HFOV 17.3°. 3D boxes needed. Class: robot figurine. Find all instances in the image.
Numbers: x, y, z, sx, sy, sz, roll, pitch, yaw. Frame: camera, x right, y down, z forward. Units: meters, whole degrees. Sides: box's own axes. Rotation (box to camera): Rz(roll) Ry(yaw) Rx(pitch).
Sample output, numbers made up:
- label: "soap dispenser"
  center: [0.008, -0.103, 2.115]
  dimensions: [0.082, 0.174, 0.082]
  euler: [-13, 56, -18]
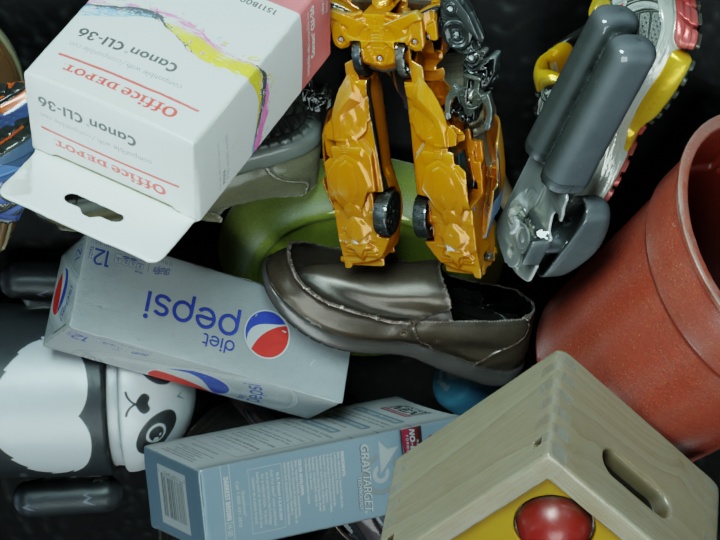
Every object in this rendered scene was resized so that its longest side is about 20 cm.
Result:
- label: "robot figurine"
  center: [0.026, -0.095, 1.460]
  dimensions: [0.144, 0.058, 0.202]
  euler: [5, 119, 22]
- label: "robot figurine"
  center: [-0.214, 0.083, 1.644]
  dimensions: [0.198, 0.126, 0.151]
  euler: [-1, 144, 0]

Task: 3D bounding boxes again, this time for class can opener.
- label: "can opener"
  center: [0.139, -0.074, 1.450]
  dimensions: [0.066, 0.054, 0.201]
  euler: [0, 136, -28]

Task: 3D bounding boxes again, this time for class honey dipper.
- label: "honey dipper"
  center: [0.087, -0.065, 1.559]
  dimensions: [0.038, 0.038, 0.201]
  euler: [-13, 139, 12]

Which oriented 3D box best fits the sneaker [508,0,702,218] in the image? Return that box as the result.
- label: "sneaker"
  center: [0.138, -0.106, 1.496]
  dimensions: [0.082, 0.078, 0.201]
  euler: [20, 127, -12]

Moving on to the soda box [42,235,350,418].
- label: "soda box"
  center: [-0.106, 0.039, 1.579]
  dimensions: [0.199, 0.069, 0.063]
  euler: [16, 161, -20]

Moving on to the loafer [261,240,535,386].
- label: "loafer"
  center: [0.030, 0.014, 1.569]
  dimensions: [0.199, 0.073, 0.071]
  euler: [15, 128, -22]

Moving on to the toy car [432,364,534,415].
- label: "toy car"
  center: [0.109, 0.184, 1.689]
  dimensions: [0.184, 0.177, 0.201]
  euler: [30, 103, -30]

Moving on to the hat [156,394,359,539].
- label: "hat"
  center: [-0.079, 0.171, 1.767]
  dimensions: [0.200, 0.202, 0.081]
  euler: [31, 169, -32]

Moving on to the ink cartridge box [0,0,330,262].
- label: "ink cartridge box"
  center: [-0.113, -0.107, 1.360]
  dimensions: [0.116, 0.200, 0.068]
  euler: [22, 142, 17]

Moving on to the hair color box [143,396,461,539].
- label: "hair color box"
  center: [-0.037, 0.137, 1.608]
  dimensions: [0.198, 0.099, 0.061]
  euler: [-10, 100, -26]

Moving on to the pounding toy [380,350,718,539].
- label: "pounding toy"
  center: [0.145, 0.184, 1.514]
  dimensions: [0.200, 0.143, 0.184]
  euler: [40, 125, -20]

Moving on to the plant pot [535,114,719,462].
- label: "plant pot"
  center: [0.229, 0.031, 1.566]
  dimensions: [0.200, 0.202, 0.195]
  euler: [22, 141, -25]

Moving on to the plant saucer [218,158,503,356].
- label: "plant saucer"
  center: [0.000, 0.000, 1.622]
  dimensions: [0.198, 0.031, 0.201]
  euler: [1, 140, 1]

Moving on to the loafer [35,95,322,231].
- label: "loafer"
  center: [-0.115, -0.055, 1.532]
  dimensions: [0.198, 0.076, 0.070]
  euler: [-11, 133, 10]

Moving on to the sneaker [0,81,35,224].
- label: "sneaker"
  center: [-0.167, -0.097, 1.463]
  dimensions: [0.199, 0.076, 0.079]
  euler: [-26, 141, -4]

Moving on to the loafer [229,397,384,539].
- label: "loafer"
  center: [-0.025, 0.142, 1.721]
  dimensions: [0.063, 0.072, 0.201]
  euler: [-24, 115, 15]

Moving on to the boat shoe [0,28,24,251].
- label: "boat shoe"
  center: [-0.249, -0.078, 1.503]
  dimensions: [0.075, 0.074, 0.201]
  euler: [-2, 138, 0]
